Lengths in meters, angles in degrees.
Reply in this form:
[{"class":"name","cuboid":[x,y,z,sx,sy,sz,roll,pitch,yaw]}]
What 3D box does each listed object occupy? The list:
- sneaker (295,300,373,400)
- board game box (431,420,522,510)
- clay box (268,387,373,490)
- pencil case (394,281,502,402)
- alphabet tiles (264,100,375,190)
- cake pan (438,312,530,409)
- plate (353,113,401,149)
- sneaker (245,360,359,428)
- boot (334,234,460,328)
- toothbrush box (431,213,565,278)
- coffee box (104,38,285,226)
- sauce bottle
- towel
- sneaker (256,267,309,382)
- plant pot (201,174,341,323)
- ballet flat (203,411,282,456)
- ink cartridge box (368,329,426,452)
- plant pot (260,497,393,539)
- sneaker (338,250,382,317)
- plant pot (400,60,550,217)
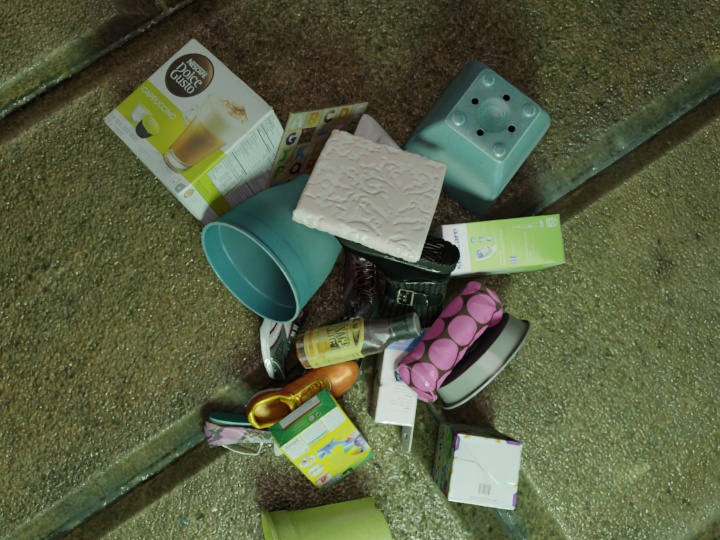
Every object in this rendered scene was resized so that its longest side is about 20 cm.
[{"class":"sneaker","cuboid":[-0.024,0.143,1.357,0.090,0.066,0.200,33,104,-10]},{"class":"board game box","cuboid":[0.184,0.311,1.296,0.105,0.200,0.103,9,84,-2]},{"class":"clay box","cuboid":[-0.059,0.284,1.316,0.115,0.200,0.048,-35,51,-6]},{"class":"pencil case","cuboid":[0.145,0.114,1.266,0.200,0.091,0.094,-45,132,-20]},{"class":"alphabet tiles","cuboid":[-0.062,-0.206,1.335,0.200,0.167,0.008,-19,55,-41]},{"class":"cake pan","cuboid":[0.195,0.143,1.311,0.037,0.200,0.200,44,84,-2]},{"class":"plate","cuboid":[0.046,-0.132,1.329,0.200,0.032,0.200,43,54,-31]},{"class":"sneaker","cuboid":[-0.090,0.206,1.299,0.200,0.077,0.073,-28,104,-4]},{"class":"boot","cuboid":[0.044,0.005,1.270,0.211,0.158,0.079,22,45,4]},{"class":"toothbrush box","cuboid":[0.227,-0.037,1.358,0.200,0.146,0.086,-4,85,-4]},{"class":"coffee box","cuboid":[-0.247,-0.207,1.294,0.198,0.200,0.200,-44,70,-6]},{"class":"sauce bottle","cuboid":[-0.003,0.107,1.272,0.200,0.066,0.066,-17,86,14]},{"class":"towel","cuboid":[0.018,-0.118,1.226,0.200,0.032,0.191,18,57,3]},{"class":"sneaker","cuboid":[-0.130,0.091,1.360,0.086,0.080,0.200,-3,86,-5]},{"class":"plant pot","cuboid":[-0.119,-0.052,1.284,0.200,0.200,0.188,43,60,1]},{"class":"ballet flat","cuboid":[-0.165,0.278,1.353,0.200,0.069,0.071,1,103,-1]},{"class":"ink cartridge box","cuboid":[0.058,0.195,1.342,0.067,0.116,0.200,9,84,-3]},{"class":"plant pot","cuboid":[-0.046,0.458,1.289,0.184,0.200,0.201,-13,86,-16]},{"class":"sneaker","cuboid":[0.000,0.000,1.356,0.076,0.116,0.200,-3,85,-4]},{"class":"plant pot","cuboid":[0.203,-0.237,1.348,0.196,0.200,0.196,37,83,1]}]
